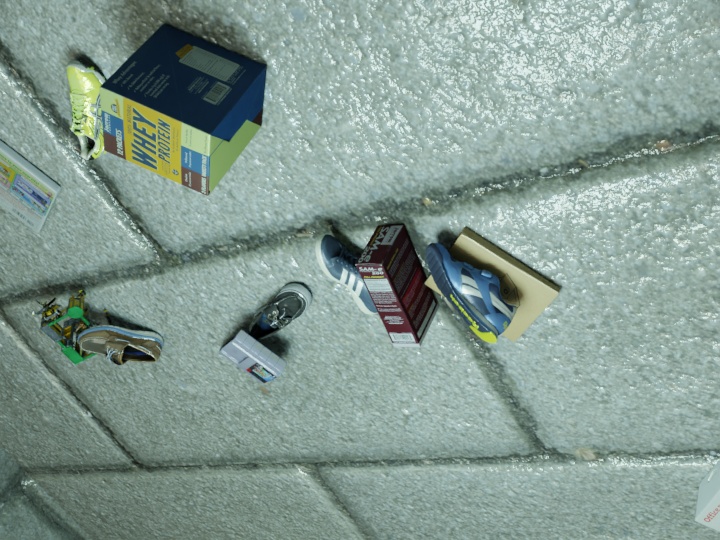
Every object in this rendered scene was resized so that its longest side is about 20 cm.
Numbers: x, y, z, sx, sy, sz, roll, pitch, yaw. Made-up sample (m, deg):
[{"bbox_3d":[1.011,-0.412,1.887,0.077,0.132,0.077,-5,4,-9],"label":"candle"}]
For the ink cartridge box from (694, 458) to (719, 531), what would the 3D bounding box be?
[{"bbox_3d":[0.733,0.433,1.774,0.197,0.084,0.146,23,140,10],"label":"ink cartridge box"}]

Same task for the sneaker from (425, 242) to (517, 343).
[{"bbox_3d":[0.189,0.027,1.675,0.201,0.082,0.074,51,167,3],"label":"sneaker"}]

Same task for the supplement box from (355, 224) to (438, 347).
[{"bbox_3d":[0.069,0.029,1.749,0.060,0.110,0.202,-1,130,32],"label":"supplement box"}]

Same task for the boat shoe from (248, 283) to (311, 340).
[{"bbox_3d":[-0.172,0.092,1.993,0.070,0.067,0.199,44,139,-16],"label":"boat shoe"}]

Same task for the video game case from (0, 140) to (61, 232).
[{"bbox_3d":[-0.751,-0.190,2.096,0.199,0.022,0.182,38,140,-8],"label":"video game case"}]

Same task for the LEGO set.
[{"bbox_3d":[-0.673,0.118,2.322,0.152,0.117,0.200,-31,130,16],"label":"LEGO set"}]

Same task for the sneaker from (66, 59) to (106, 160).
[{"bbox_3d":[-0.501,-0.292,1.794,0.074,0.077,0.202,13,136,22],"label":"sneaker"}]

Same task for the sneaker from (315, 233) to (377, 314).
[{"bbox_3d":[0.000,0.000,1.792,0.084,0.076,0.200,-12,134,41],"label":"sneaker"}]

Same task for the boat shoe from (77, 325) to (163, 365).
[{"bbox_3d":[-0.562,0.178,2.263,0.196,0.073,0.073,2,132,-5],"label":"boat shoe"}]

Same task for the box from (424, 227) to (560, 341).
[{"bbox_3d":[0.229,0.027,1.715,0.198,0.021,0.164,33,140,-1],"label":"box"}]

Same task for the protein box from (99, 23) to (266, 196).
[{"bbox_3d":[-0.287,-0.266,1.592,0.197,0.200,0.136,23,140,9],"label":"protein box"}]

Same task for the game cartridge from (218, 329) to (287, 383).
[{"bbox_3d":[-0.237,0.192,2.118,0.129,0.039,0.200,41,158,-6],"label":"game cartridge"}]
